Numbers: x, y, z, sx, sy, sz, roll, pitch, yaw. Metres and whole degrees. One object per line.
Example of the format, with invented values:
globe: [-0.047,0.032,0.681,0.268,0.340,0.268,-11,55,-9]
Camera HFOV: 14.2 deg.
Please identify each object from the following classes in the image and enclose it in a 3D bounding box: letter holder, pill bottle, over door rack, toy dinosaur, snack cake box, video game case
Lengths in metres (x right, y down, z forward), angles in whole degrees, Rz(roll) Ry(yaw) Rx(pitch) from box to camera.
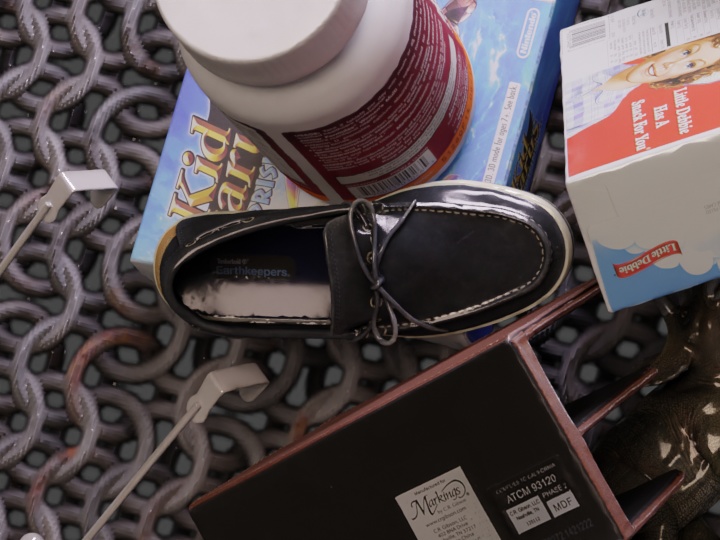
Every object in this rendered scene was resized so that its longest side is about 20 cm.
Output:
letter holder: [0.049,0.091,1.317,0.200,0.142,0.101,-30,91,34]
pill bottle: [-0.020,-0.106,1.317,0.109,0.200,0.110,-4,74,14]
over door rack: [-0.164,0.065,1.410,0.200,0.067,0.148,-45,67,17]
toy dinosaur: [0.141,0.099,1.339,0.102,0.077,0.201,31,91,34]
snack cake box: [0.154,-0.066,1.308,0.114,0.200,0.067,-17,112,11]
video game case: [-0.002,-0.075,1.436,0.180,0.045,0.201,11,78,20]

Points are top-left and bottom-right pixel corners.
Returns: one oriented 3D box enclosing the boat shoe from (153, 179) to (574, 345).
boat shoe: [0.000,0.000,1.342,0.199,0.062,0.075,-2,102,5]
